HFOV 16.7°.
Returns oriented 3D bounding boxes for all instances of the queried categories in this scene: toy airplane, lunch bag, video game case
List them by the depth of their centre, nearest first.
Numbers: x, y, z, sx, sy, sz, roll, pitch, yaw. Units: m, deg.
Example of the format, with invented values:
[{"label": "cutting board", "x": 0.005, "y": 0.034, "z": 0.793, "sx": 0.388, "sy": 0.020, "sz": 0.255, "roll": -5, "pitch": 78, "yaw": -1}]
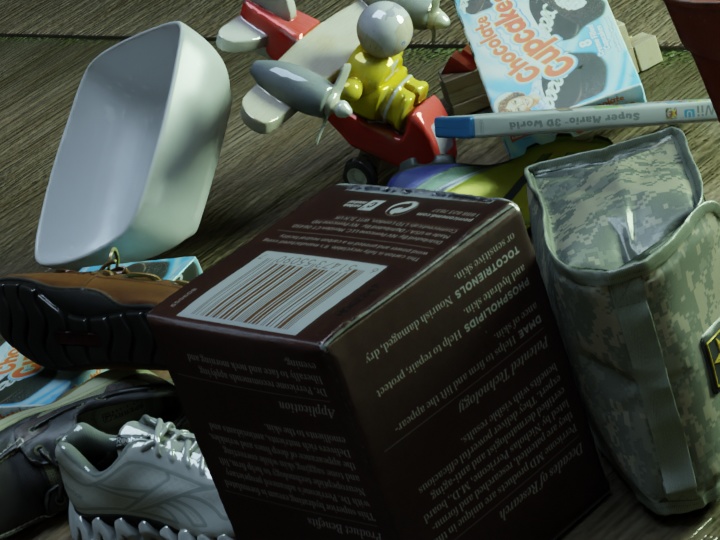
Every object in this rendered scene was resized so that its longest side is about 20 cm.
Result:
[{"label": "lunch bag", "x": 0.171, "y": 0.030, "z": 1.446, "sx": 0.117, "sy": 0.164, "sz": 0.200, "roll": -14, "pitch": 23, "yaw": 5}, {"label": "video game case", "x": 0.165, "y": -0.113, "z": 1.830, "sx": 0.200, "sy": 0.018, "sz": 0.143, "roll": -5, "pitch": 4, "yaw": -8}, {"label": "toy airplane", "x": -0.013, "y": -0.175, "z": 1.970, "sx": 0.141, "sy": 0.199, "sz": 0.200, "roll": -46, "pitch": 42, "yaw": 45}]

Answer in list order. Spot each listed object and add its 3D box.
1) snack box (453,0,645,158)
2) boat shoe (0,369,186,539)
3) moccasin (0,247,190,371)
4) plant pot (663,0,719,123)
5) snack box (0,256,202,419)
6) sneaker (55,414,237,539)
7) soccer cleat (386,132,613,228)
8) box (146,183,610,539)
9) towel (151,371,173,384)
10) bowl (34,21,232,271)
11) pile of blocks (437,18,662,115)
[{"label": "snack box", "x": 0.147, "y": -0.188, "z": 1.988, "sx": 0.116, "sy": 0.037, "sz": 0.200, "roll": -20, "pitch": 50, "yaw": 4}, {"label": "boat shoe", "x": -0.200, "y": 0.123, "z": 1.665, "sx": 0.200, "sy": 0.073, "sz": 0.065, "roll": -37, "pitch": 23, "yaw": -33}, {"label": "moccasin", "x": -0.178, "y": 0.027, "z": 1.726, "sx": 0.201, "sy": 0.074, "sz": 0.078, "roll": -3, "pitch": 16, "yaw": 39}, {"label": "plant pot", "x": 0.315, "y": -0.137, "z": 1.657, "sx": 0.200, "sy": 0.196, "sz": 0.201, "roll": -17, "pitch": 24, "yaw": 8}, {"label": "snack box", "x": -0.210, "y": 0.059, "z": 1.815, "sx": 0.116, "sy": 0.037, "sz": 0.200, "roll": -5, "pitch": 29, "yaw": 36}, {"label": "sneaker", "x": -0.111, "y": 0.133, "z": 1.565, "sx": 0.200, "sy": 0.081, "sz": 0.075, "roll": -5, "pitch": 26, "yaw": 29}, {"label": "soccer cleat", "x": 0.113, "y": -0.049, "z": 1.826, "sx": 0.200, "sy": 0.065, "sz": 0.084, "roll": -7, "pitch": 56, "yaw": 18}, {"label": "box", "x": 0.012, "y": 0.076, "z": 1.431, "sx": 0.164, "sy": 0.200, "sz": 0.166, "roll": -36, "pitch": 28, "yaw": -33}, {"label": "towel", "x": -0.131, "y": 0.058, "z": 1.817, "sx": 0.200, "sy": 0.022, "sz": 0.147, "roll": -14, "pitch": 23, "yaw": 16}, {"label": "bowl", "x": -0.178, "y": -0.089, "z": 2.005, "sx": 0.200, "sy": 0.075, "sz": 0.200, "roll": -14, "pitch": 57, "yaw": 57}, {"label": "pile of blocks", "x": 0.152, "y": -0.188, "z": 2.071, "sx": 0.200, "sy": 0.062, "sz": 0.082, "roll": -11, "pitch": 25, "yaw": 20}]
